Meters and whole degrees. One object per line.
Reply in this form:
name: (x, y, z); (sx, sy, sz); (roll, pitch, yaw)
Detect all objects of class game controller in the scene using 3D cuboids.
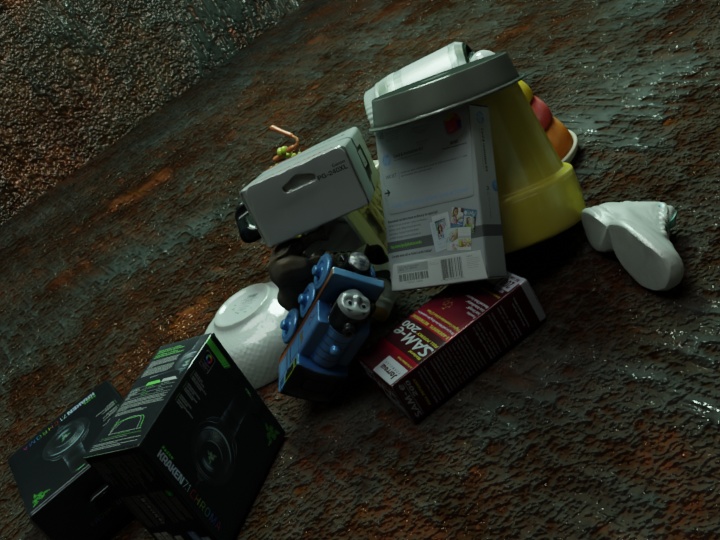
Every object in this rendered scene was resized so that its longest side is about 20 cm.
game controller: (-0.098, -0.113, 1.417); (0.199, 0.042, 0.105); (-33, 40, 5)

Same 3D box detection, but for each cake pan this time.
cake pan: (0.099, -0.218, 1.161); (0.199, 0.037, 0.200); (-20, 11, 4)

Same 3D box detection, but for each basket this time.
basket: (-0.025, -0.077, 1.454); (0.199, 0.136, 0.124); (0, 44, 49)

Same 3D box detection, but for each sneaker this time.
sneaker: (0.000, 0.000, 1.346); (0.200, 0.075, 0.088); (32, 93, 53)
sneaker: (0.327, -0.044, 1.089); (0.088, 0.076, 0.200); (-21, 24, -3)

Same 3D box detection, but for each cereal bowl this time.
cereal bowl: (-0.152, 0.081, 1.390); (0.199, 0.084, 0.200); (-27, 26, 14)

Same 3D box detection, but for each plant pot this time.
plant pot: (0.167, -0.134, 1.227); (0.199, 0.190, 0.201); (-18, 11, 4)

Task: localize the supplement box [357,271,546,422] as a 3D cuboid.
supplement box: (0.105, 0.078, 1.126); (0.200, 0.061, 0.109); (-38, 24, -10)

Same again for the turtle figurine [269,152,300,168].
turtle figurine: (-0.098, -0.155, 1.767); (0.200, 0.064, 0.161); (-39, 43, 2)

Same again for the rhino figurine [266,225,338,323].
rhino figurine: (-0.070, 0.021, 1.258); (0.087, 0.200, 0.060); (-19, 58, -5)

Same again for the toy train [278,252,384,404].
toy train: (-0.038, 0.069, 1.171); (0.115, 0.086, 0.200); (-95, 29, -43)

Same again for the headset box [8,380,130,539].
headset box: (-0.356, 0.261, 1.268); (0.174, 0.093, 0.200); (-39, 27, -14)

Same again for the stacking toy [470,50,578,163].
stacking toy: (0.216, -0.229, 1.383); (0.145, 0.201, 0.146); (-24, 28, 13)

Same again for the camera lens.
camera lens: (0.126, -0.279, 1.626); (0.199, 0.160, 0.160); (-23, 26, 18)

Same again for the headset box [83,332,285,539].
headset box: (-0.193, 0.198, 1.120); (0.092, 0.175, 0.200); (-16, 28, 31)

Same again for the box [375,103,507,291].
box: (0.093, -0.082, 1.148); (0.041, 0.202, 0.155); (-4, -4, -44)

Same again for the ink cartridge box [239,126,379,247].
ink cartridge box: (-0.060, -0.112, 1.251); (0.144, 0.084, 0.200); (-23, 12, 11)

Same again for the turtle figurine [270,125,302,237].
turtle figurine: (-0.102, -0.144, 1.654); (0.162, 0.199, 0.064); (-57, 6, -5)
